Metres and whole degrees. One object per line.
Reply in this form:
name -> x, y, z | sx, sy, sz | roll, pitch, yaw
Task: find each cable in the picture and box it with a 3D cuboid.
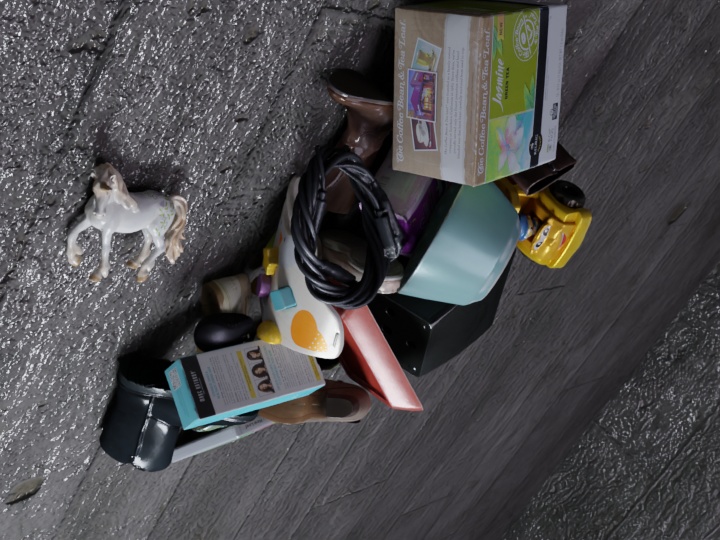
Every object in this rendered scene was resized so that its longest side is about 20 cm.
cable -> -0.027, -0.056, 1.319 | 0.163, 0.050, 0.201 | -42, 121, -33

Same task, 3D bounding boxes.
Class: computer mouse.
computer mouse -> -0.141, 0.086, 1.447 | 0.199, 0.034, 0.059 | 0, 119, -49

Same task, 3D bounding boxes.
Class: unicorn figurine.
unicorn figurine -> -0.260, -0.054, 1.183 | 0.200, 0.073, 0.138 | -22, 140, -64

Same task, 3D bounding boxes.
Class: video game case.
video game case -> -0.174, 0.239, 1.669 | 0.181, 0.022, 0.199 | -18, 174, -43

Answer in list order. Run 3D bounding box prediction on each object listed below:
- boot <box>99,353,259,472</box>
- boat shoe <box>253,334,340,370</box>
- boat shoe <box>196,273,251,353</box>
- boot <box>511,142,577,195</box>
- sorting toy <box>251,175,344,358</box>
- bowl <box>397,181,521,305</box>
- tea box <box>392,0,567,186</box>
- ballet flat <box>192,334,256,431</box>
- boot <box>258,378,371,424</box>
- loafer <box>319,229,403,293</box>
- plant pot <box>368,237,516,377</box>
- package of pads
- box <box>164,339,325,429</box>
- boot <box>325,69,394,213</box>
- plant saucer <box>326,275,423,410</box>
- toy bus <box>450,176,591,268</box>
boot -> -0.247, 0.205, 1.472 | 0.077, 0.198, 0.169 | -84, -168, -50
boat shoe -> -0.087, 0.114, 1.583 | 0.060, 0.073, 0.201 | -7, 174, 25
boat shoe -> -0.181, 0.086, 1.489 | 0.065, 0.072, 0.201 | -23, 141, -30
boot -> 0.259, -0.203, 1.597 | 0.199, 0.166, 0.073 | -33, 152, -23
sorting toy -> -0.082, -0.018, 1.405 | 0.106, 0.201, 0.182 | -1, 125, -12
bowl -> 0.141, -0.034, 1.444 | 0.202, 0.104, 0.201 | -60, -177, 6
tea box -> 0.147, -0.227, 1.346 | 0.196, 0.133, 0.202 | -21, 119, -45
ballet flat -> -0.166, 0.173, 1.573 | 0.200, 0.074, 0.075 | -51, 161, -32
boot -> -0.083, 0.180, 1.554 | 0.146, 0.198, 0.071 | 53, 50, -89
loafer -> 0.000, 0.000, 1.481 | 0.071, 0.200, 0.064 | -2, 110, -26
plant pot -> 0.085, 0.030, 1.602 | 0.177, 0.199, 0.200 | -46, 159, -34
package of pads -> 0.077, -0.131, 1.475 | 0.201, 0.075, 0.121 | -61, 158, -20
box -> -0.147, 0.139, 1.407 | 0.199, 0.083, 0.049 | -11, 164, -38
boot -> -0.026, -0.152, 1.382 | 0.186, 0.064, 0.201 | -1, 133, -55
plant saucer -> -0.008, 0.101, 1.531 | 0.037, 0.199, 0.201 | -34, 112, -14
toy bus -> 0.228, -0.099, 1.683 | 0.191, 0.200, 0.136 | -7, 136, -40
